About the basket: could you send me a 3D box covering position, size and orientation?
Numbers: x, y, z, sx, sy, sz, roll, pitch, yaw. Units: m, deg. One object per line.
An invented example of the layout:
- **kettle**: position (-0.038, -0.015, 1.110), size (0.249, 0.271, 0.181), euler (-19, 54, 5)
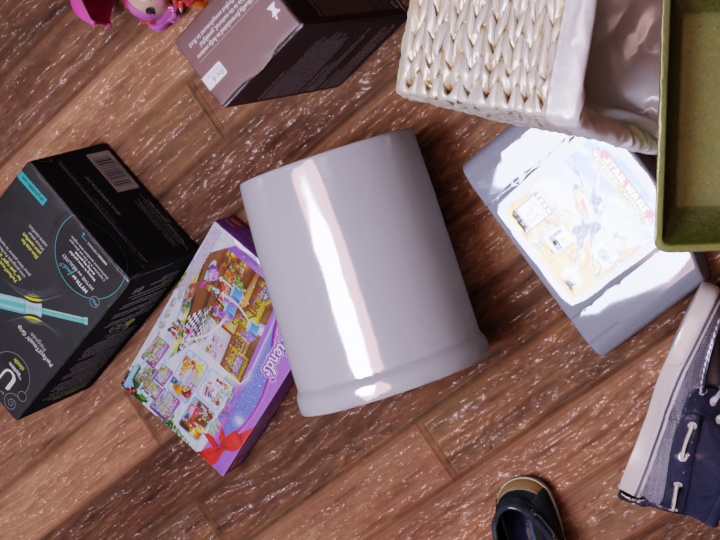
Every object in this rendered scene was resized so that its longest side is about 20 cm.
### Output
- **basket**: position (0.147, -0.200, 1.218), size (0.159, 0.197, 0.203), euler (9, 93, 31)

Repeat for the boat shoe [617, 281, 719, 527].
- **boat shoe**: position (0.282, 0.112, 1.317), size (0.092, 0.075, 0.202), euler (21, 117, 12)

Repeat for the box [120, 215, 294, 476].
- **box**: position (-0.123, 0.071, 1.508), size (0.136, 0.039, 0.201), euler (39, 114, 13)

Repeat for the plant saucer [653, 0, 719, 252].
- **plant saucer**: position (0.310, -0.120, 1.222), size (0.197, 0.048, 0.203), euler (-2, 102, -10)

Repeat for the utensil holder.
- **utensil holder**: position (0.000, 0.000, 1.367), size (0.168, 0.170, 0.202), euler (-18, 91, 27)

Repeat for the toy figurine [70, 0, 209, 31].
- **toy figurine**: position (-0.182, -0.279, 1.434), size (0.199, 0.151, 0.184), euler (37, 131, -13)

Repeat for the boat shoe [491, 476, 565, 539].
- **boat shoe**: position (0.163, 0.279, 1.408), size (0.074, 0.062, 0.202), euler (-18, 94, 25)

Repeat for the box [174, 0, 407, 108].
- **box**: position (-0.053, -0.197, 1.327), size (0.100, 0.200, 0.075), euler (-42, 83, 26)

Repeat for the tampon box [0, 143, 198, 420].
- **tampon box**: position (-0.281, 0.009, 1.520), size (0.150, 0.126, 0.200), euler (48, 117, 9)

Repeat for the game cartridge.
- **game cartridge**: position (0.190, -0.047, 1.340), size (0.133, 0.041, 0.201), euler (-40, 83, 31)
